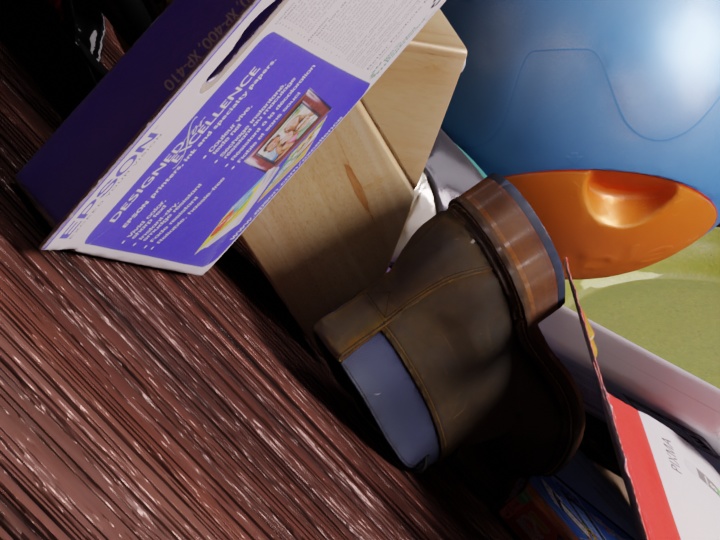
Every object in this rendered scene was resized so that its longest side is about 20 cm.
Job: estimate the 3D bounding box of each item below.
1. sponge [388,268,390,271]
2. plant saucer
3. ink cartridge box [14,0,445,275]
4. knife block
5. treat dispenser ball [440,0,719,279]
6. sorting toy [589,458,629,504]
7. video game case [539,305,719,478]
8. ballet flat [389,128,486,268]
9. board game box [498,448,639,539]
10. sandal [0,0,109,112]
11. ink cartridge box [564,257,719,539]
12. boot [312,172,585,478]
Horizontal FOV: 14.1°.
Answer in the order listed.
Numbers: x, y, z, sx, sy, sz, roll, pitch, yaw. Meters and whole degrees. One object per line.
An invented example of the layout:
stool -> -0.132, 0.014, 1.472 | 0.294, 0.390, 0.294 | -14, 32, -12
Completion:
sponge -> 0.000, 0.000, 1.338 | 0.112, 0.030, 0.200 | 47, 9, -3
plant saucer -> 0.181, 0.032, 1.457 | 0.199, 0.031, 0.200 | 7, 25, -3
ink cartridge box -> -0.028, -0.086, 0.986 | 0.043, 0.198, 0.200 | 43, 6, 9
knife block -> -0.058, -0.071, 1.129 | 0.175, 0.201, 0.064 | 6, 31, -24
treat dispenser ball -> 0.098, -0.097, 1.328 | 0.201, 0.201, 0.201 | 47, 8, -9
sorting toy -> 0.178, 0.177, 1.469 | 0.185, 0.036, 0.200 | 47, 12, -10
video game case -> 0.137, 0.074, 1.335 | 0.200, 0.023, 0.182 | 29, -13, 45
ballet flat -> -0.011, -0.055, 1.251 | 0.200, 0.073, 0.073 | 51, 8, 9
board game box -> 0.140, 0.161, 1.312 | 0.200, 0.019, 0.103 | 48, 17, -4
sandal -> -0.124, -0.114, 1.144 | 0.200, 0.045, 0.075 | 50, 9, 10
ink cartridge box -> 0.134, 0.110, 1.153 | 0.161, 0.050, 0.201 | -101, 176, -60
boot -> 0.033, 0.044, 1.193 | 0.075, 0.097, 0.200 | 51, -14, 32
